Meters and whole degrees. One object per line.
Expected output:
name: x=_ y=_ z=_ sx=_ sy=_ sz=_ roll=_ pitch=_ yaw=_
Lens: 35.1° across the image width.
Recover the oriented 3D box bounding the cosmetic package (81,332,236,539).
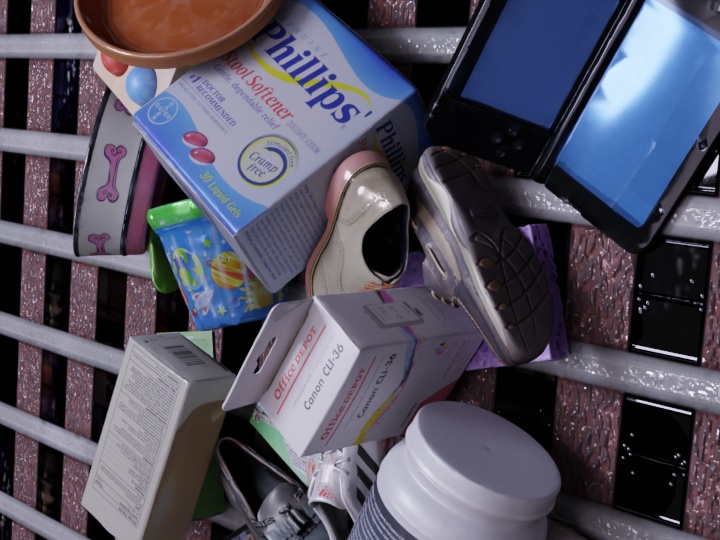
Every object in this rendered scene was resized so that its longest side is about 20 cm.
cosmetic package: x=-0.209 y=0.176 z=1.172 sx=0.105 sy=0.071 sz=0.202 roll=32 pitch=110 yaw=34

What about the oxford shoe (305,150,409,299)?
oxford shoe: x=0.000 y=0.000 z=0.971 sx=0.074 sy=0.070 sz=0.201 roll=53 pitch=148 yaw=40

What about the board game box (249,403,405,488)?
board game box: x=-0.022 y=0.153 z=1.100 sx=0.200 sy=0.029 sz=0.136 roll=42 pitch=120 yaw=35

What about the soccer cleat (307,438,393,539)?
soccer cleat: x=-0.014 y=0.174 z=1.014 sx=0.068 sy=0.085 sz=0.202 roll=-15 pitch=82 yaw=43

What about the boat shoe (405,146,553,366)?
boat shoe: x=0.092 y=-0.006 z=0.922 sx=0.073 sy=0.074 sz=0.201 roll=-50 pitch=49 yaw=43

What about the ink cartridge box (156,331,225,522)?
ink cartridge box: x=-0.210 y=0.170 z=1.262 sx=0.103 sy=0.059 sz=0.202 roll=-6 pitch=88 yaw=44

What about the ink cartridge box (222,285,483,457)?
ink cartridge box: x=-0.003 y=0.080 z=0.918 sx=0.068 sy=0.199 sz=0.117 roll=46 pitch=123 yaw=32

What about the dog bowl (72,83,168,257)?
dog bowl: x=-0.246 y=-0.105 z=1.215 sx=0.200 sy=0.073 sz=0.202 roll=-167 pitch=90 yaw=-83

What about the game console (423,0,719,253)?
game console: x=0.169 y=-0.140 z=0.845 sx=0.201 sy=0.174 sz=0.117 roll=-63 pitch=25 yaw=25

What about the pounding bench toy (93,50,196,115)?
pounding bench toy: x=-0.155 y=-0.249 z=1.123 sx=0.124 sy=0.155 sz=0.201 roll=46 pitch=121 yaw=32

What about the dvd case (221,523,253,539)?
dvd case: x=-0.130 y=0.361 z=1.222 sx=0.200 sy=0.017 sz=0.144 roll=-40 pitch=65 yaw=39

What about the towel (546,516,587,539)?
towel: x=0.117 y=0.287 z=0.967 sx=0.132 sy=0.034 sz=0.202 roll=30 pitch=112 yaw=39

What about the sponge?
sponge: x=0.085 y=0.032 z=0.989 sx=0.199 sy=0.030 sz=0.113 roll=-12 pitch=83 yaw=44

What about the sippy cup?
sippy cup: x=-0.132 y=-0.013 z=1.140 sx=0.178 sy=0.138 sz=0.132 roll=177 pitch=79 yaw=-72

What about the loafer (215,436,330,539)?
loafer: x=-0.088 y=0.228 z=1.113 sx=0.199 sy=0.072 sz=0.063 roll=28 pitch=150 yaw=50

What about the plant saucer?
plant saucer: x=-0.161 y=-0.257 z=1.038 sx=0.200 sy=0.200 sz=0.032 roll=46 pitch=163 yaw=32

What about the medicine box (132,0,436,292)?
medicine box: x=-0.066 y=-0.119 z=1.013 sx=0.200 sy=0.103 sz=0.182 roll=-39 pitch=58 yaw=-8

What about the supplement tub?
supplement tub: x=0.062 y=0.221 z=0.900 sx=0.140 sy=0.140 sz=0.201 roll=39 pitch=117 yaw=36
